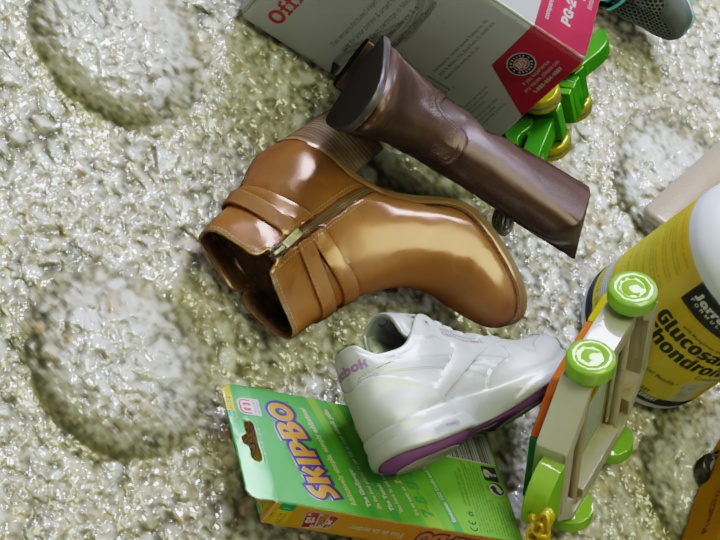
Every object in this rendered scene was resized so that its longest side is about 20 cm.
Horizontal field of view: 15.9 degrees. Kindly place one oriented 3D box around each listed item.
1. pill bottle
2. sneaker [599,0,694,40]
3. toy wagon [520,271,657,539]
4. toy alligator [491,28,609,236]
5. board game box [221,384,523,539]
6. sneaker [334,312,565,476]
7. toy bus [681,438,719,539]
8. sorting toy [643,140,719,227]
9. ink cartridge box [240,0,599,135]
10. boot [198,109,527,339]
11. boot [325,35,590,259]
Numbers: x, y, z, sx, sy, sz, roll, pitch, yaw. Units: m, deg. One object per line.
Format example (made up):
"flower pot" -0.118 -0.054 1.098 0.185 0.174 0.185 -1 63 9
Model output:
"pill bottle" 0.247 0.007 1.746 0.111 0.200 0.113 16 56 -26
"sneaker" 0.157 -0.223 1.911 0.199 0.078 0.092 36 66 -8
"toy wagon" 0.143 0.100 1.662 0.039 0.156 0.200 21 47 18
"toy alligator" 0.117 -0.105 1.823 0.054 0.060 0.201 13 53 27
"board game box" 0.004 0.127 1.611 0.199 0.030 0.096 15 38 -30
"sneaker" 0.061 0.059 1.637 0.199 0.075 0.100 -19 76 -51
"toy bus" 0.268 0.172 1.759 0.078 0.065 0.201 37 49 -14
"sorting toy" 0.319 -0.008 1.918 0.200 0.036 0.185 48 48 4
"ink cartridge box" 0.041 -0.185 1.747 0.199 0.145 0.084 32 50 -16
"boot" 0.000 0.000 1.669 0.200 0.074 0.155 39 47 6
"boot" 0.075 -0.071 1.668 0.200 0.064 0.186 37 13 -8
